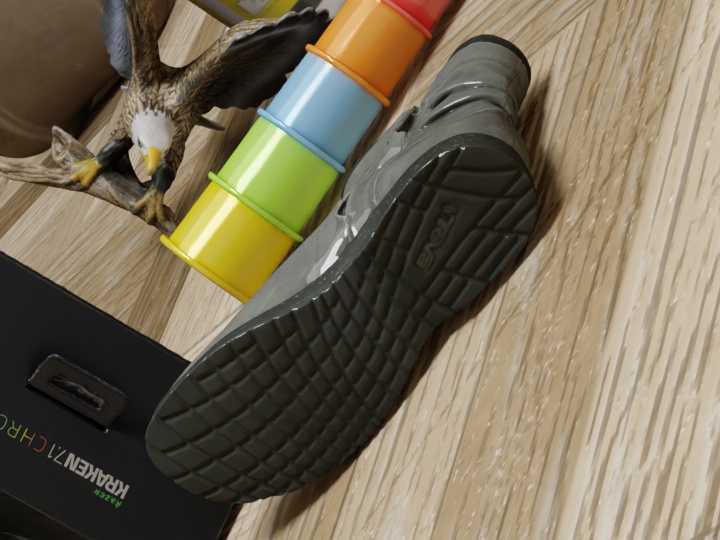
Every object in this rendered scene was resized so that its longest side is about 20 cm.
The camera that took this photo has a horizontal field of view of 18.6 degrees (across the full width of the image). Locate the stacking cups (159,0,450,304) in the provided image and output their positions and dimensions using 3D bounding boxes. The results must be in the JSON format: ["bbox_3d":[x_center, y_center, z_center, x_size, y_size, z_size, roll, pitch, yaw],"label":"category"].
[{"bbox_3d":[-0.015,-0.076,1.077,0.200,0.060,0.061,-52,16,-1],"label":"stacking cups"}]

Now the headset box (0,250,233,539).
[{"bbox_3d":[-0.158,0.072,0.981,0.200,0.174,0.093,-25,36,63],"label":"headset box"}]

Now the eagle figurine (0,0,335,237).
[{"bbox_3d":[-0.111,-0.113,1.269,0.151,0.151,0.200,51,131,36],"label":"eagle figurine"}]

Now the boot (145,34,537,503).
[{"bbox_3d":[0.000,0.000,0.880,0.200,0.068,0.131,-43,15,19],"label":"boot"}]

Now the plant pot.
[{"bbox_3d":[-0.263,-0.218,1.865,0.174,0.200,0.201,-23,34,33],"label":"plant pot"}]

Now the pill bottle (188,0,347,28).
[{"bbox_3d":[-0.093,-0.222,1.302,0.114,0.200,0.114,-50,18,23],"label":"pill bottle"}]
